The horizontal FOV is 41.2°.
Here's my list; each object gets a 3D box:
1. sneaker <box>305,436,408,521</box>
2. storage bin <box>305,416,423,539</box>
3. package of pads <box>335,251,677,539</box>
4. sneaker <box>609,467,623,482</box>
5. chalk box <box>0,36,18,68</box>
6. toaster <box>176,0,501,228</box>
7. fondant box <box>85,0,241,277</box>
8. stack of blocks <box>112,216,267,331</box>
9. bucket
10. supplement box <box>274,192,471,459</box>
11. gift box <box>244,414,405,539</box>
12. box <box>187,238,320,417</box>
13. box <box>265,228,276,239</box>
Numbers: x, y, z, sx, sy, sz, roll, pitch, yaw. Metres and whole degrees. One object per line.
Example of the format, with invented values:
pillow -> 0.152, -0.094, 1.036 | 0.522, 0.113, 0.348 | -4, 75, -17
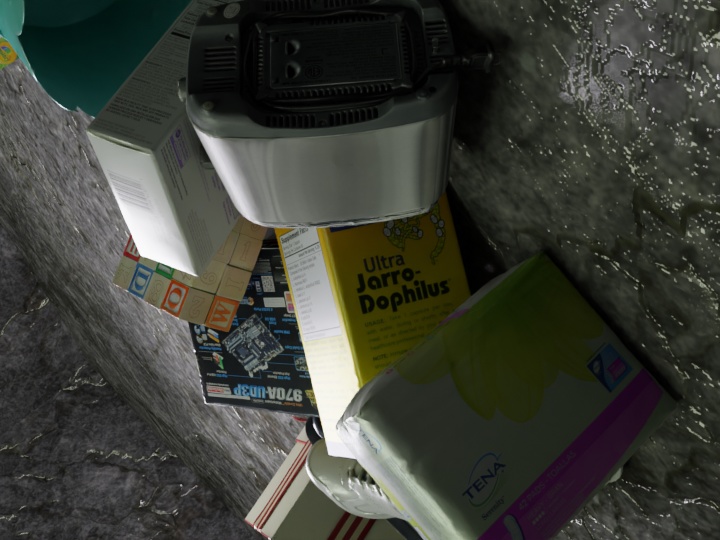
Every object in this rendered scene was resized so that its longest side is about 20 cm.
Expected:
sneaker -> 0.035, 0.170, 0.792 | 0.200, 0.078, 0.099 | 10, 158, 28
storage bin -> 0.071, 0.144, 0.908 | 0.200, 0.145, 0.134 | 42, 130, 23
package of pads -> 0.099, 0.097, 0.656 | 0.155, 0.200, 0.068 | 49, 153, 5
sneaker -> 0.123, 0.118, 0.787 | 0.200, 0.087, 0.074 | 48, 150, 6
chalk box -> -0.376, -0.297, 0.971 | 0.124, 0.200, 0.124 | 48, 159, 8
toaster -> -0.013, -0.102, 0.629 | 0.129, 0.200, 0.114 | 83, -178, -60
fondant box -> -0.110, -0.117, 0.724 | 0.058, 0.200, 0.144 | 20, 149, 18
stack of blocks -> -0.137, -0.059, 0.863 | 0.115, 0.200, 0.059 | 20, 180, 44
bucket -> -0.200, -0.234, 0.738 | 0.135, 0.207, 0.207 | 43, 158, 30
supplement box -> 0.019, 0.039, 0.754 | 0.109, 0.109, 0.200 | -17, 86, 67
gift box -> -0.030, 0.292, 1.239 | 0.200, 0.187, 0.184 | 41, 163, -16
box -> -0.084, 0.051, 0.896 | 0.200, 0.046, 0.159 | -2, 103, 42
box -> -0.069, 0.041, 1.041 | 0.124, 0.097, 0.200 | 8, 132, 60
